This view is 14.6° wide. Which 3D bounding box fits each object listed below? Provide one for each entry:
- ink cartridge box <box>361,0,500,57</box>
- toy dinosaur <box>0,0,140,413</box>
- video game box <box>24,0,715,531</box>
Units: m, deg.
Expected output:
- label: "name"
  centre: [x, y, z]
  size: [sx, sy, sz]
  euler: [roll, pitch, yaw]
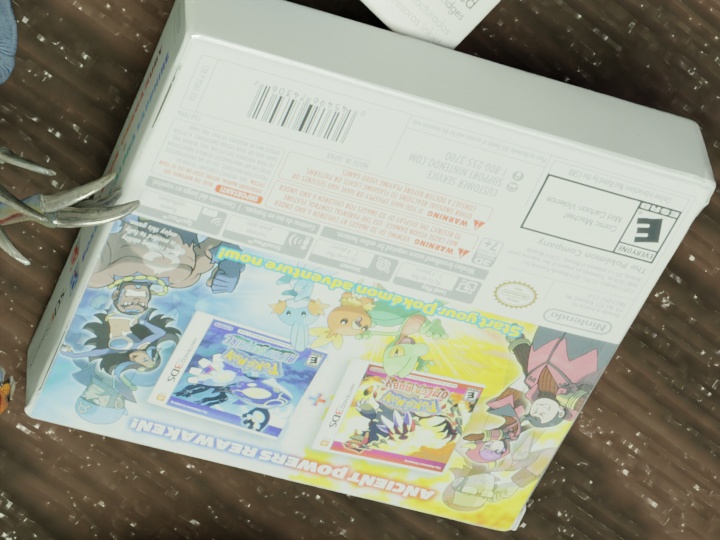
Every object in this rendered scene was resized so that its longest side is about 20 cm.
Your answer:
- label: "ink cartridge box"
  centre: [0.049, -0.186, 0.984]
  size: [0.115, 0.068, 0.200]
  euler: [42, 95, -22]
- label: "toy dinosaur"
  centre: [-0.146, -0.039, 0.932]
  size: [0.105, 0.199, 0.182]
  euler: [37, 74, -55]
- label: "video game box"
  centre: [0.000, 0.000, 1.012]
  size: [0.199, 0.047, 0.183]
  euler: [15, 125, -17]
